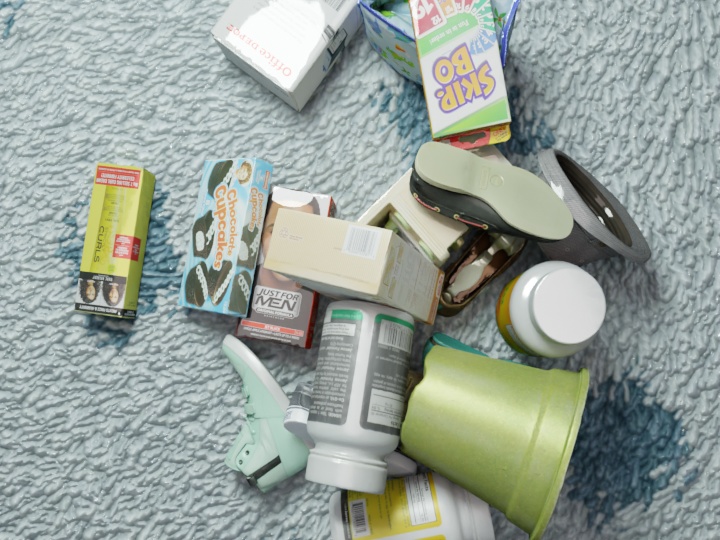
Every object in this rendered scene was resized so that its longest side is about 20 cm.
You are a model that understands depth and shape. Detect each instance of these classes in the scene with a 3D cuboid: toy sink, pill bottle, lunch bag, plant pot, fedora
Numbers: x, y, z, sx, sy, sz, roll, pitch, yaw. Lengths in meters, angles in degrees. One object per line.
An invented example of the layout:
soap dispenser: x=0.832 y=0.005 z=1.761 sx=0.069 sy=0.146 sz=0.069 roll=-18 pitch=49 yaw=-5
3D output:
toy sink: x=0.097 y=-0.075 z=0.928 sx=0.199 sy=0.130 sz=0.112 roll=-43 pitch=84 yaw=-3
pill bottle: x=0.064 y=0.319 z=0.897 sx=0.194 sy=0.112 sz=0.116 roll=-12 pitch=83 yaw=2
lunch bag: x=0.096 y=-0.312 z=0.930 sx=0.194 sy=0.170 sz=0.131 roll=14 pitch=89 yaw=5
pill bottle: x=0.231 y=0.049 z=0.872 sx=0.107 sy=0.200 sz=0.115 roll=0 pitch=84 yaw=3
plant pot: x=0.148 y=0.180 z=0.832 sx=0.180 sy=0.200 sz=0.206 roll=19 pitch=85 yaw=14
fedora: x=0.273 y=-0.062 z=0.916 sx=0.090 sy=0.197 sz=0.180 roll=-42 pitch=47 yaw=28
pill bottle: x=-0.003 y=0.147 z=0.831 sx=0.110 sy=0.113 sz=0.206 roll=9 pitch=76 yaw=4

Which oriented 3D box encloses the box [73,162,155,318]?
box: x=-0.338 y=-0.040 z=0.986 sx=0.073 sy=0.050 sz=0.207 roll=7 pitch=84 yaw=4

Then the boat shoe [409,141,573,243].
boat shoe: x=0.151 y=-0.083 z=0.833 sx=0.197 sy=0.063 sz=0.075 roll=23 pitch=63 yaw=3

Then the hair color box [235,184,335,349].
hair color box: x=-0.099 y=-0.004 z=0.965 sx=0.098 sy=0.061 sz=0.207 roll=9 pitch=84 yaw=5

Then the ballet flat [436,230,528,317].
ballet flat: x=0.167 y=-0.019 z=0.946 sx=0.200 sy=0.072 sz=0.068 roll=-44 pitch=87 yaw=-2

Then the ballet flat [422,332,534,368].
ballet flat: x=0.171 y=0.147 z=0.940 sx=0.195 sy=0.067 sz=0.072 roll=20 pitch=109 yaw=3

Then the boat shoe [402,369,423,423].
boat shoe: x=0.035 y=0.156 z=0.936 sx=0.195 sy=0.069 sz=0.076 roll=19 pitch=84 yaw=3

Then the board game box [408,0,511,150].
board game box: x=0.115 y=-0.246 z=0.833 sx=0.093 sy=0.030 sz=0.206 roll=-10 pitch=93 yaw=6

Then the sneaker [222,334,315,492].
sneaker: x=-0.149 y=0.191 z=0.937 sx=0.117 sy=0.074 sz=0.202 roll=-36 pitch=86 yaw=-8

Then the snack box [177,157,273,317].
snack box: x=-0.182 y=-0.046 z=0.955 sx=0.114 sy=0.037 sz=0.206 roll=5 pitch=83 yaw=42

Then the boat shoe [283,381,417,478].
boat shoe: x=-0.006 y=0.206 z=0.923 sx=0.196 sy=0.072 sz=0.069 roll=28 pitch=57 yaw=-15

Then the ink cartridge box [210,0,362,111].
ink cartridge box: x=-0.088 y=-0.352 z=0.987 sx=0.145 sy=0.086 sz=0.202 roll=36 pitch=88 yaw=6

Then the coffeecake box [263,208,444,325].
coffeecake box: x=0.000 y=0.000 z=0.867 sx=0.150 sy=0.199 sz=0.075 roll=12 pitch=82 yaw=26
